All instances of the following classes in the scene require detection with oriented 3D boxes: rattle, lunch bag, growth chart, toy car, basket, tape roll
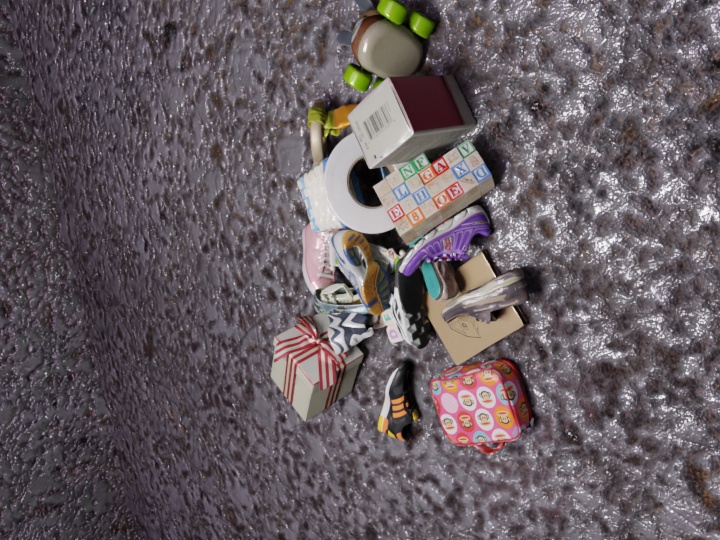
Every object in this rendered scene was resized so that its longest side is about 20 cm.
[{"bbox_3d":[-0.053,-0.282,1.395,0.131,0.139,0.204,-114,16,-53],"label":"rattle"},{"bbox_3d":[0.246,0.282,1.244,0.198,0.081,0.181,-19,90,46],"label":"lunch bag"},{"bbox_3d":[0.012,-0.018,1.345,0.195,0.018,0.147,17,142,21],"label":"growth chart"},{"bbox_3d":[0.019,-0.460,1.192,0.201,0.155,0.166,52,122,35],"label":"toy car"},{"bbox_3d":[-0.027,-0.176,1.330,0.196,0.138,0.181,-13,94,31],"label":"basket"},{"bbox_3d":[0.023,-0.178,1.237,0.071,0.197,0.208,-132,27,-85],"label":"tape roll"}]

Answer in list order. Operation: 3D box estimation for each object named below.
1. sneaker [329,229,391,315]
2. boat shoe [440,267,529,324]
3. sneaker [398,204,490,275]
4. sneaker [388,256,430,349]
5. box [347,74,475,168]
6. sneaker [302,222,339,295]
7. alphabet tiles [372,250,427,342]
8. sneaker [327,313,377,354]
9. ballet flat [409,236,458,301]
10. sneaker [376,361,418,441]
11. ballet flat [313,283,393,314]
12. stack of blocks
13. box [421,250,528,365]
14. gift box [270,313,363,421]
[{"bbox_3d":[0.000,0.000,1.302,0.087,0.075,0.204,15,133,55],"label":"sneaker"},{"bbox_3d":[0.233,0.067,1.160,0.199,0.074,0.075,-33,80,44],"label":"boat shoe"},{"bbox_3d":[0.162,-0.045,1.166,0.197,0.081,0.085,-32,89,3],"label":"sneaker"},{"bbox_3d":[0.088,0.065,1.298,0.088,0.073,0.206,17,123,50],"label":"sneaker"},{"bbox_3d":[0.095,-0.275,1.125,0.127,0.197,0.111,-31,82,45],"label":"box"},{"bbox_3d":[-0.083,-0.039,1.444,0.104,0.074,0.205,-33,56,41],"label":"sneaker"},{"bbox_3d":[0.073,0.060,1.392,0.193,0.014,0.205,-18,90,47],"label":"alphabet tiles"},{"bbox_3d":[-0.015,0.096,1.446,0.126,0.201,0.081,-19,124,7],"label":"sneaker"},{"bbox_3d":[0.147,-0.027,1.244,0.068,0.066,0.205,-51,48,50],"label":"ballet flat"},{"bbox_3d":[0.100,0.305,1.418,0.088,0.070,0.205,23,120,20],"label":"sneaker"},{"bbox_3d":[-0.015,0.058,1.365,0.194,0.074,0.076,-8,100,11],"label":"ballet flat"},{"bbox_3d":[0.136,-0.156,1.144,0.197,0.059,0.117,-32,68,9],"label":"stack of blocks"},{"bbox_3d":[0.222,0.080,1.241,0.199,0.021,0.166,-40,75,42],"label":"box"},{"bbox_3d":[-0.115,0.235,1.492,0.184,0.198,0.190,40,138,24],"label":"gift box"}]
